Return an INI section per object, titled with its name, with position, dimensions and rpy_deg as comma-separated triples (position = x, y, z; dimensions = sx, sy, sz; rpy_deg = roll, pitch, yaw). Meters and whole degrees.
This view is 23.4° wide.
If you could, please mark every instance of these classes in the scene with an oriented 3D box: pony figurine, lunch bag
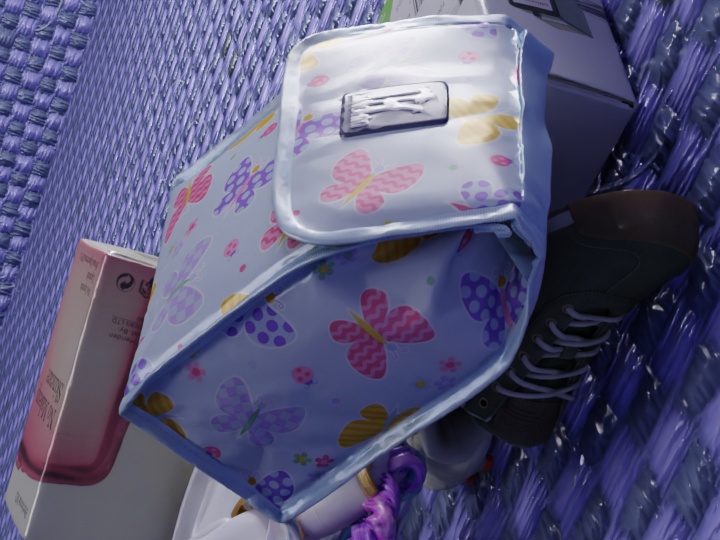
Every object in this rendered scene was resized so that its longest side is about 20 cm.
[pony figurine]
position = -0.043, 0.164, 0.849
dimensions = 0.199, 0.167, 0.194
rpy_deg = -28, 42, 7
[lunch bag]
position = -0.001, -0.018, 0.770
dimensions = 0.200, 0.127, 0.170
rpy_deg = -34, 29, 29

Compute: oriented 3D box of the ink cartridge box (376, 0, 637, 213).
[ink cartridge box]
position = 0.064, -0.098, 0.937
dimensions = 0.201, 0.084, 0.146
rpy_deg = -97, 26, -50

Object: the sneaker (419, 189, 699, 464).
[sneaker]
position = 0.084, 0.036, 0.790
dimensions = 0.200, 0.067, 0.090
rpy_deg = -30, 52, 56

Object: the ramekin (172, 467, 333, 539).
[ramekin]
position = -0.053, 0.188, 1.064
dimensions = 0.202, 0.094, 0.204
rpy_deg = -166, 90, -73

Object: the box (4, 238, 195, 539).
[box]
position = -0.164, 0.090, 1.207
dimensions = 0.128, 0.108, 0.201
rpy_deg = -164, 91, -72

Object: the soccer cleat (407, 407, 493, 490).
[soccer cleat]
position = 0.017, 0.079, 0.956
dimensions = 0.200, 0.077, 0.070
rpy_deg = 175, 109, -72
